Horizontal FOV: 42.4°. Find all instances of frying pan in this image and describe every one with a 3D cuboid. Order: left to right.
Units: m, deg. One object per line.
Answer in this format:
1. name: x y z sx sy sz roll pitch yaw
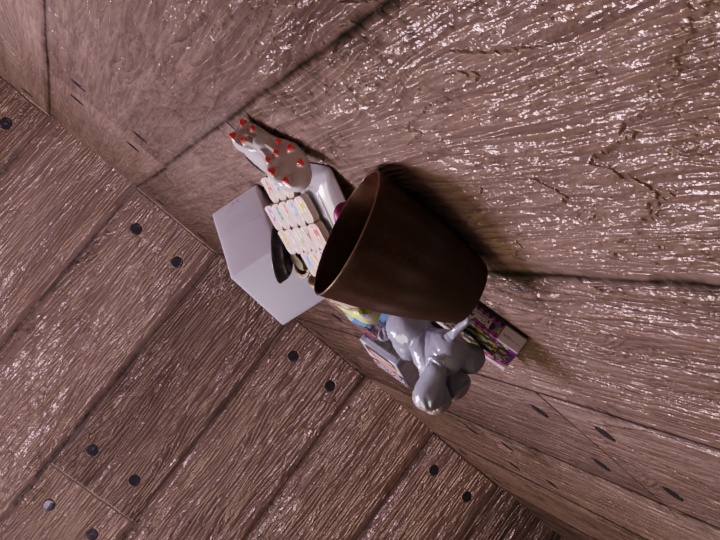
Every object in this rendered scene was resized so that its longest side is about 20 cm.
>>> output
1. frying pan: -0.147 -0.059 1.772 0.031 0.190 0.115 -4 134 8

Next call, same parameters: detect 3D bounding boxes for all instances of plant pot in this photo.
1. plant pot: 0.067 -0.011 1.268 0.199 0.188 0.187 25 173 -13

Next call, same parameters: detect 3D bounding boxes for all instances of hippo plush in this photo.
1. hippo plush: 0.102 0.142 1.587 0.161 0.159 0.200 32 169 30

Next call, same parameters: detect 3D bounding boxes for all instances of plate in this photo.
1. plate: -0.067 -0.087 1.541 0.200 0.032 0.200 20 138 58

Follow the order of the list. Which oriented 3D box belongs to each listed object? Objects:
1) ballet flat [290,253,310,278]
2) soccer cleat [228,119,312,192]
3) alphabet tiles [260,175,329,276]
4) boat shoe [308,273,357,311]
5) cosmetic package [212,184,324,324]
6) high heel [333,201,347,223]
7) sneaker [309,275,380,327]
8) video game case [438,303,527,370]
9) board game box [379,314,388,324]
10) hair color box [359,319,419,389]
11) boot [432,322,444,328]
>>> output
1. ballet flat: -0.107 -0.064 1.712 0.067 0.062 0.200 22 142 31
2. soccer cleat: -0.133 -0.178 1.476 0.200 0.069 0.078 39 178 38
3. alphabet tiles: -0.107 -0.075 1.573 0.196 0.015 0.200 63 159 -10
4. boat shoe: -0.019 0.034 1.610 0.065 0.072 0.200 47 163 -27
5. cosmetic package: -0.189 -0.030 1.934 0.199 0.123 0.200 48 -168 -46
6. high heel: 0.045 -0.043 1.438 0.200 0.068 0.096 28 -173 -40
7. sneaker: -0.039 0.043 1.848 0.200 0.076 0.105 48 163 21
8. video game case: 0.196 0.096 1.614 0.181 0.036 0.200 36 170 9
9. board game box: 0.077 0.133 2.032 0.153 0.040 0.200 34 169 22
10. hair color box: 0.070 0.178 1.964 0.099 0.061 0.200 34 168 22
11. boot: 0.097 0.078 1.822 0.200 0.069 0.174 45 173 16
